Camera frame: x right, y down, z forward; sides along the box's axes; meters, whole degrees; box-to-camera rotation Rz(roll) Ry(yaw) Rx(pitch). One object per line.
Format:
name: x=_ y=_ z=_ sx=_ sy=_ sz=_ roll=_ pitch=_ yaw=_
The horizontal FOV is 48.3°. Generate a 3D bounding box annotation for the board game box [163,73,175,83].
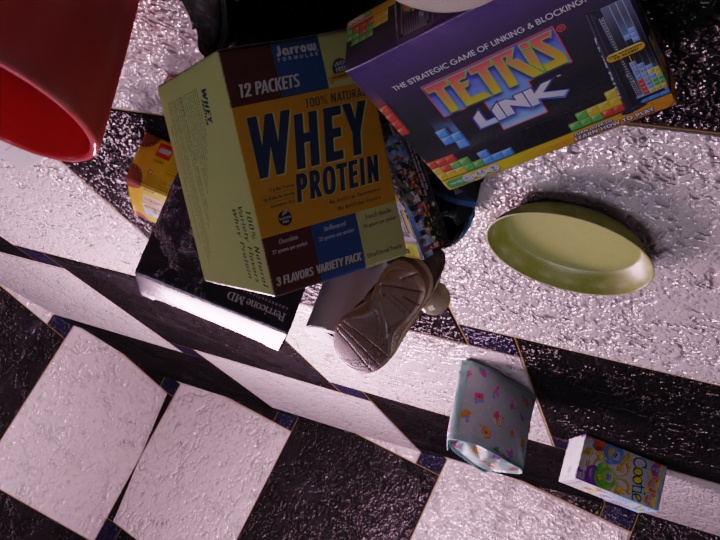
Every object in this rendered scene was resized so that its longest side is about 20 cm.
board game box: x=-0.159 y=-0.166 z=1.010 sx=0.118 sy=0.033 sz=0.201 roll=19 pitch=162 yaw=19

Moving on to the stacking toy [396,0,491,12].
stacking toy: x=0.026 y=-0.231 z=0.535 sx=0.144 sy=0.148 sz=0.200 roll=26 pitch=179 yaw=-15

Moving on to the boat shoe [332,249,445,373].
boat shoe: x=0.034 y=0.043 z=0.888 sx=0.072 sy=0.072 sz=0.201 roll=42 pitch=136 yaw=11

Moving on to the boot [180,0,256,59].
boot: x=-0.170 y=-0.276 z=0.683 sx=0.172 sy=0.070 sz=0.200 roll=29 pitch=156 yaw=-7

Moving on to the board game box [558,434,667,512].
board game box: x=0.567 y=0.458 z=1.809 sx=0.197 sy=0.105 sz=0.105 roll=22 pitch=161 yaw=-1

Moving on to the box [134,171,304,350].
box: x=-0.150 y=-0.036 z=1.001 sx=0.194 sy=0.203 sz=0.117 roll=21 pitch=162 yaw=-6

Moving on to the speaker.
speaker: x=0.000 y=0.000 z=1.015 sx=0.080 sy=0.203 sz=0.081 roll=18 pitch=161 yaw=7

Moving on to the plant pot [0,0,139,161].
plant pot: x=-0.304 y=-0.230 z=0.754 sx=0.197 sy=0.180 sz=0.201 roll=18 pitch=161 yaw=7

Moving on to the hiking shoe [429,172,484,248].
hiking shoe: x=0.093 y=-0.063 z=0.925 sx=0.073 sy=0.088 sz=0.201 roll=18 pitch=161 yaw=8

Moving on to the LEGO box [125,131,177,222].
LEGO box: x=-0.233 y=-0.102 z=1.179 sx=0.197 sy=0.078 sz=0.149 roll=23 pitch=161 yaw=-5

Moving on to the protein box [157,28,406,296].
protein box: x=-0.079 y=-0.097 z=0.746 sx=0.133 sy=0.202 sz=0.199 roll=-17 pitch=-169 yaw=-26

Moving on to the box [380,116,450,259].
box: x=0.002 y=-0.089 z=0.846 sx=0.199 sy=0.037 sz=0.139 roll=12 pitch=127 yaw=59

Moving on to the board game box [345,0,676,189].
board game box: x=0.113 y=-0.155 z=0.602 sx=0.197 sy=0.058 sz=0.165 roll=-19 pitch=143 yaw=30

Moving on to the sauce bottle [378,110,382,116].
sauce bottle: x=0.014 y=-0.174 z=0.745 sx=0.065 sy=0.067 sz=0.199 roll=30 pitch=160 yaw=-25

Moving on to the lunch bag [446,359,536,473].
lunch bag: x=0.244 y=0.290 z=1.593 sx=0.121 sy=0.173 sz=0.199 roll=-12 pitch=144 yaw=45

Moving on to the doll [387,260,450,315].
doll: x=0.046 y=-0.038 z=0.919 sx=0.203 sy=0.048 sz=0.136 roll=64 pitch=166 yaw=-8

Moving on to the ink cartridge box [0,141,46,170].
ink cartridge box: x=-0.419 y=-0.234 z=0.910 sx=0.199 sy=0.149 sz=0.143 roll=34 pitch=158 yaw=-32

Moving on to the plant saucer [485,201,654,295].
plant saucer: x=0.246 y=-0.029 z=0.944 sx=0.197 sy=0.032 sz=0.201 roll=20 pitch=161 yaw=7
